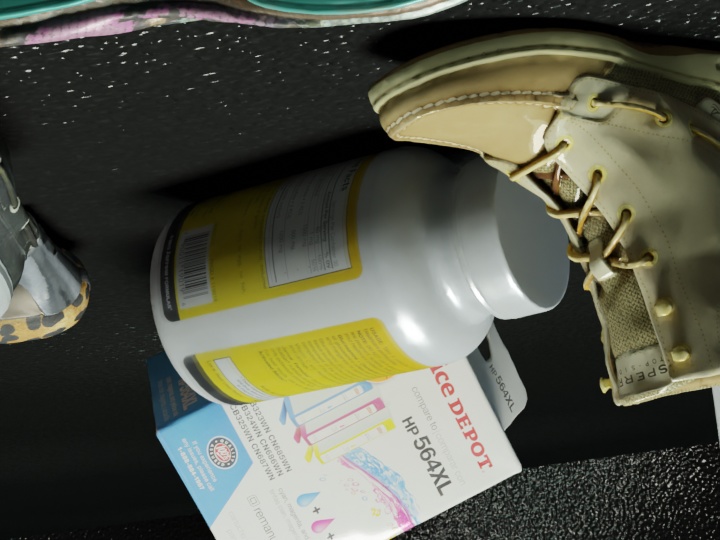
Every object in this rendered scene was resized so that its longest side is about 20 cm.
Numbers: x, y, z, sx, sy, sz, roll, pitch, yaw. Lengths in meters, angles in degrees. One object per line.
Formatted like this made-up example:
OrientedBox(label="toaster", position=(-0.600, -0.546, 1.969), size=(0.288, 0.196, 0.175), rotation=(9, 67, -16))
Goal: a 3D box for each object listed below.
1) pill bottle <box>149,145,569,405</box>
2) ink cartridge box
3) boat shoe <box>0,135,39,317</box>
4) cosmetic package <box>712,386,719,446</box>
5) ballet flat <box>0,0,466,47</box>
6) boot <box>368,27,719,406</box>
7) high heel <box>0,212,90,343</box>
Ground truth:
OrientedBox(label="pill bottle", position=(0.000, 0.000, 0.983), size=(0.200, 0.112, 0.112), rotation=(-13, 167, 30))
OrientedBox(label="ink cartridge box", position=(-0.007, 0.078, 1.135), size=(0.200, 0.129, 0.125), rotation=(-28, -163, 1))
OrientedBox(label="boat shoe", position=(-0.176, -0.042, 0.808), size=(0.069, 0.057, 0.200), rotation=(26, 156, 11))
OrientedBox(label="cosmetic package", position=(0.375, 0.061, 1.380), size=(0.200, 0.167, 0.167), rotation=(2, 166, -33))
OrientedBox(label="ballet flat", position=(-0.041, -0.104, 0.588), size=(0.200, 0.069, 0.071), rotation=(-6, -172, 16))
OrientedBox(label="boot", position=(0.101, -0.019, 0.834), size=(0.200, 0.156, 0.073), rotation=(1, 166, -34))
OrientedBox(label="high heel", position=(-0.251, 0.028, 1.066), size=(0.200, 0.072, 0.143), rotation=(-16, 162, 1))
